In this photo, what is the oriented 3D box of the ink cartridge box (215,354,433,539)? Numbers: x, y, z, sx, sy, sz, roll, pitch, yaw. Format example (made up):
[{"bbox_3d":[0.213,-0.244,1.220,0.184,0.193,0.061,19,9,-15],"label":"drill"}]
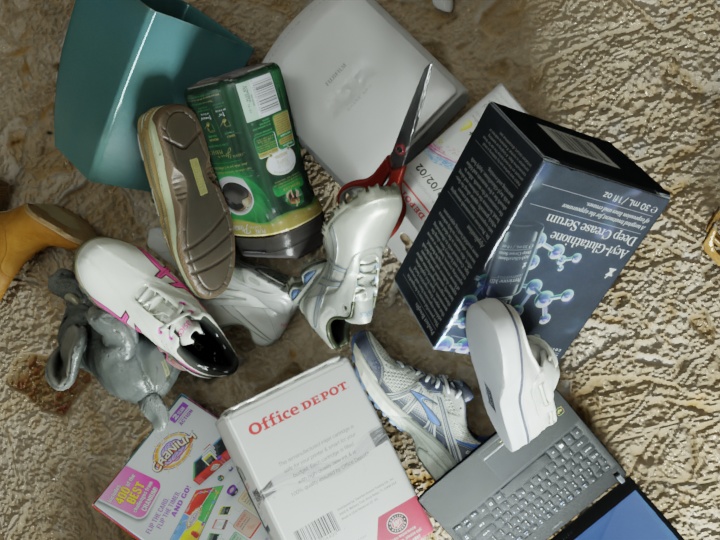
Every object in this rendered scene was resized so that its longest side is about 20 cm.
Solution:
[{"bbox_3d":[-0.041,0.208,0.830,0.145,0.085,0.200,-23,82,-23],"label":"ink cartridge box"}]

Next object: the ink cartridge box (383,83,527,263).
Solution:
[{"bbox_3d":[0.107,-0.077,0.836,0.200,0.068,0.115,-41,78,11],"label":"ink cartridge box"}]

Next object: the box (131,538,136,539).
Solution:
[{"bbox_3d":[-0.227,0.410,0.911,0.095,0.078,0.201,-8,86,15],"label":"box"}]

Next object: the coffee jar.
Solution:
[{"bbox_3d":[-0.105,-0.109,0.852,0.104,0.085,0.201,4,117,46],"label":"coffee jar"}]

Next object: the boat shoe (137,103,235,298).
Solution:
[{"bbox_3d":[-0.185,-0.069,0.844,0.076,0.072,0.201,1,104,43],"label":"boat shoe"}]

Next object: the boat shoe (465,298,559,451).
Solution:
[{"bbox_3d":[0.141,0.087,0.707,0.066,0.200,0.072,-26,43,-6],"label":"boat shoe"}]

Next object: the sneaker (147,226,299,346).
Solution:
[{"bbox_3d":[-0.165,0.020,0.909,0.200,0.078,0.100,29,100,16],"label":"sneaker"}]

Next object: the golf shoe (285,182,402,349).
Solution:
[{"bbox_3d":[0.000,0.000,0.799,0.097,0.078,0.200,62,144,24],"label":"golf shoe"}]

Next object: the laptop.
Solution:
[{"bbox_3d":[0.188,0.250,0.771,0.177,0.103,0.200,-40,102,3],"label":"laptop"}]

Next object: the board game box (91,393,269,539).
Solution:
[{"bbox_3d":[-0.161,0.249,0.879,0.200,0.040,0.153,31,64,15],"label":"board game box"}]

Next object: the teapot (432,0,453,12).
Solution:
[{"bbox_3d":[0.084,-0.407,0.813,0.146,0.197,0.201,-4,61,51],"label":"teapot"}]

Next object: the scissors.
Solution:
[{"bbox_3d":[0.041,-0.105,0.790,0.073,0.014,0.200,43,128,7],"label":"scissors"}]

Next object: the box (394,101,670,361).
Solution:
[{"bbox_3d":[0.148,-0.026,0.738,0.200,0.148,0.107,-63,32,27],"label":"box"}]

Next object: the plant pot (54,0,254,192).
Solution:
[{"bbox_3d":[-0.246,-0.198,0.892,0.141,0.141,0.200,41,110,33],"label":"plant pot"}]

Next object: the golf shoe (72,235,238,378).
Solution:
[{"bbox_3d":[-0.195,0.036,0.811,0.092,0.200,0.073,10,60,49],"label":"golf shoe"}]

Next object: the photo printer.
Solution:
[{"bbox_3d":[-0.009,-0.196,0.872,0.166,0.069,0.200,-45,78,11],"label":"photo printer"}]

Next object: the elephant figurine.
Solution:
[{"bbox_3d":[-0.291,0.083,0.927,0.199,0.155,0.142,-10,127,34],"label":"elephant figurine"}]

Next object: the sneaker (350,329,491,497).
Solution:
[{"bbox_3d":[0.070,0.133,0.844,0.085,0.077,0.200,-40,88,7],"label":"sneaker"}]

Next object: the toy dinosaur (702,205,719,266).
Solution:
[{"bbox_3d":[0.372,-0.008,0.763,0.106,0.060,0.201,27,96,14],"label":"toy dinosaur"}]

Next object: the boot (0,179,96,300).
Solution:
[{"bbox_3d":[-0.420,-0.019,0.992,0.201,0.071,0.144,25,101,18],"label":"boot"}]
